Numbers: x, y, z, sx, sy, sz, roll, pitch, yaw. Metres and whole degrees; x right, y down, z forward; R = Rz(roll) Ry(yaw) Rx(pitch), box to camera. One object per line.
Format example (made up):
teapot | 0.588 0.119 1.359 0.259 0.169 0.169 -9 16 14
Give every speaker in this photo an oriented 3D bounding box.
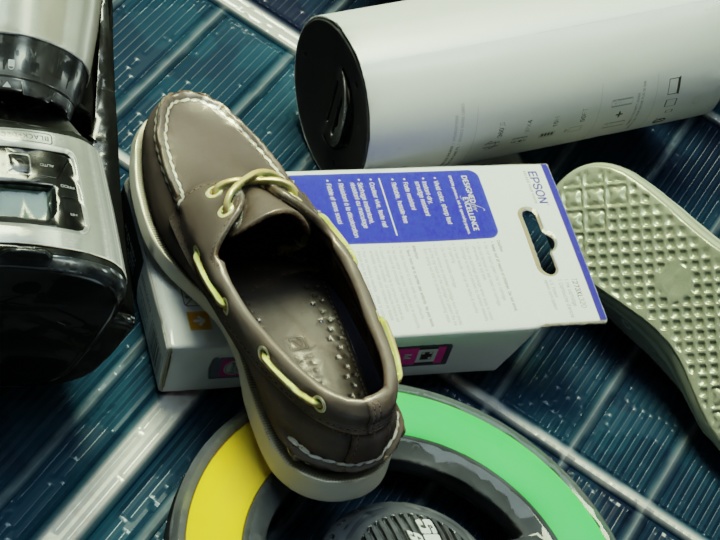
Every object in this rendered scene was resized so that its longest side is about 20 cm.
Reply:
speaker | 0.071 -0.094 1.139 0.199 0.081 0.082 -13 56 -24

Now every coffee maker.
coffee maker | -0.150 -0.057 0.977 0.133 0.192 0.202 -3 70 1

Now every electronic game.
electronic game | 0.019 0.126 0.959 0.198 0.042 0.201 13 46 -13

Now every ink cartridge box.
ink cartridge box | 0.000 0.000 1.057 0.198 0.037 0.095 -4 51 -18

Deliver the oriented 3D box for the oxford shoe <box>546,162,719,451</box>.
oxford shoe | 0.163 0.029 1.099 0.200 0.075 0.058 46 3 16

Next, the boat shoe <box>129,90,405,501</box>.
boat shoe | -0.037 -0.003 0.986 0.071 0.060 0.201 -11 55 -24
